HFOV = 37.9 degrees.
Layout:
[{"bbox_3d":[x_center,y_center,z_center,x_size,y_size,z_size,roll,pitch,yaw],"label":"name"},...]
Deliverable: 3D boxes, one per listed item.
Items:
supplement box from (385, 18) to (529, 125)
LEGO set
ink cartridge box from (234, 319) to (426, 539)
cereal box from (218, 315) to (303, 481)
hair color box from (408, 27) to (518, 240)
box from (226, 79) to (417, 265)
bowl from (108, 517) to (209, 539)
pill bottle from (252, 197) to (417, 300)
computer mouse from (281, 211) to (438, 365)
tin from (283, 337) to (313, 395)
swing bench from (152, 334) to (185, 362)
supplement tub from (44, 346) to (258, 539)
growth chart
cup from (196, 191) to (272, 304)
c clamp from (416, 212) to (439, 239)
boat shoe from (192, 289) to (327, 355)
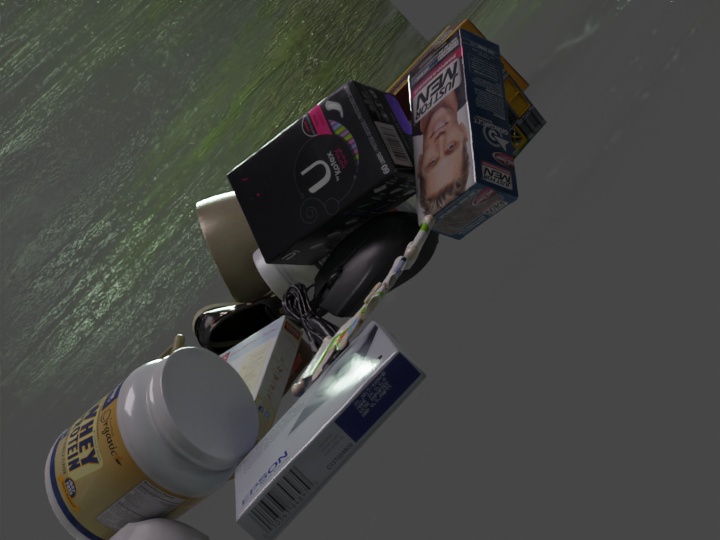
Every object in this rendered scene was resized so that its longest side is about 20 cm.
[{"bbox_3d":[0.124,-0.257,1.589,0.197,0.133,0.200,-45,9,5],"label":"supplement box"},{"bbox_3d":[0.116,-0.170,1.259,0.154,0.116,0.200,-45,14,-11],"label":"LEGO set"},{"bbox_3d":[-0.036,0.134,0.951,0.200,0.041,0.200,-47,9,-1],"label":"ink cartridge box"},{"bbox_3d":[-0.145,0.157,1.198,0.143,0.039,0.201,-31,27,36],"label":"cereal box"},{"bbox_3d":[0.107,-0.148,1.131,0.100,0.060,0.203,-37,47,46],"label":"hair color box"},{"bbox_3d":[-0.035,-0.107,1.201,0.199,0.123,0.106,-34,-17,26],"label":"box"},{"bbox_3d":[-0.246,0.328,0.979,0.199,0.075,0.201,-43,11,26],"label":"bowl"},{"bbox_3d":[-0.035,-0.051,1.331,0.199,0.116,0.116,-41,10,12],"label":"pill bottle"},{"bbox_3d":[0.000,0.000,1.179,0.199,0.053,0.139,-40,44,-2],"label":"computer mouse"},{"bbox_3d":[-0.124,0.138,1.340,0.113,0.042,0.200,-56,13,-27],"label":"tin"},{"bbox_3d":[-0.297,0.231,1.440,0.199,0.130,0.201,-40,11,31],"label":"swing bench"},{"bbox_3d":[-0.210,0.180,1.060,0.199,0.145,0.145,-38,12,29],"label":"supplement tub"},{"bbox_3d":[0.006,0.036,1.047,0.201,0.018,0.145,-51,2,16],"label":"growth chart"},{"bbox_3d":[-0.124,-0.037,1.480,0.142,0.202,0.200,-27,11,3],"label":"cup"},{"bbox_3d":[0.041,-0.027,1.322,0.200,0.027,0.171,-40,11,32],"label":"c clamp"},{"bbox_3d":[-0.120,0.065,1.391,0.199,0.075,0.063,-15,26,-23],"label":"boat shoe"}]
